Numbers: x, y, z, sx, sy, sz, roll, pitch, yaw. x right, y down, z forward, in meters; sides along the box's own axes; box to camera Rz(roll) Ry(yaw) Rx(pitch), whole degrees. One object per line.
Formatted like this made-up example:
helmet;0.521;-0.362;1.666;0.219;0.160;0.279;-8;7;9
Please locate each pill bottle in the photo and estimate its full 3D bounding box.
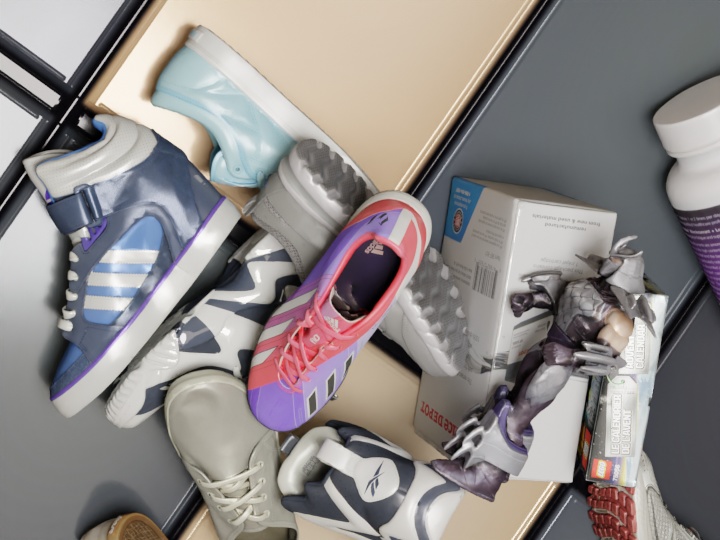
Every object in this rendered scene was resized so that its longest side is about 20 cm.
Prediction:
pill bottle;0.305;-0.047;1.370;0.111;0.111;0.201;-32;106;-9

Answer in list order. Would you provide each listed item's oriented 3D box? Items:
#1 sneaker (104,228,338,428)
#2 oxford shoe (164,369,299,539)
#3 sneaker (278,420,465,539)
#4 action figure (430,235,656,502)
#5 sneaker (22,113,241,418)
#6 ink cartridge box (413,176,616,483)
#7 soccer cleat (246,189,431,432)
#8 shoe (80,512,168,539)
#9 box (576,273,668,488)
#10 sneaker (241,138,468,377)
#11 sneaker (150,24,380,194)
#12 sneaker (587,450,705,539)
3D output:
sneaker;-0.081;0.070;1.295;0.130;0.079;0.199;46;75;-9
oxford shoe;-0.088;0.151;1.280;0.075;0.058;0.201;-16;129;2
sneaker;0.000;0.160;1.289;0.129;0.199;0.080;31;82;4
action figure;0.127;0.059;1.180;0.069;0.130;0.201;32;102;-11
sneaker;-0.196;-0.013;1.258;0.146;0.081;0.200;39;94;-7
ink cartridge box;0.111;0.041;1.312;0.083;0.145;0.202;7;97;-17
soccer cleat;-0.023;0.036;1.189;0.068;0.073;0.200;34;113;-3
shoe;-0.138;0.262;1.330;0.053;0.070;0.201;-20;115;32
box;0.186;0.070;1.310;0.040;0.200;0.138;8;97;1
sneaker;0.000;0.000;1.257;0.082;0.075;0.200;-34;101;31
sneaker;-0.068;-0.083;1.283;0.200;0.074;0.082;42;91;-8
sneaker;0.242;0.224;1.424;0.082;0.078;0.201;-26;115;-14
